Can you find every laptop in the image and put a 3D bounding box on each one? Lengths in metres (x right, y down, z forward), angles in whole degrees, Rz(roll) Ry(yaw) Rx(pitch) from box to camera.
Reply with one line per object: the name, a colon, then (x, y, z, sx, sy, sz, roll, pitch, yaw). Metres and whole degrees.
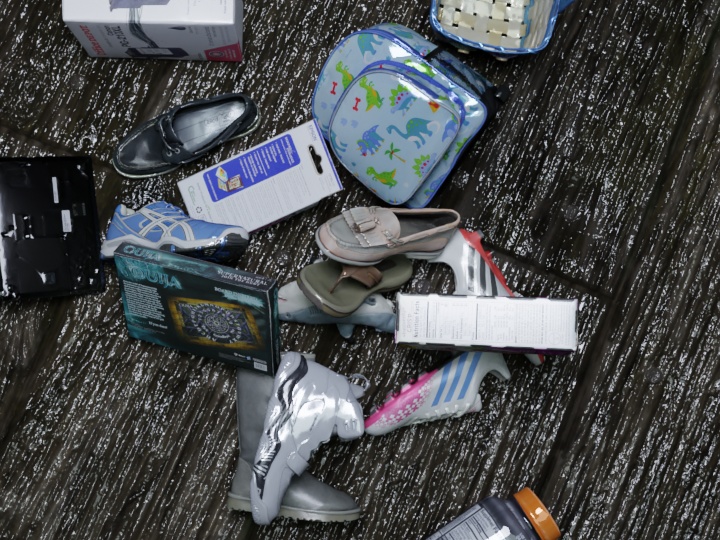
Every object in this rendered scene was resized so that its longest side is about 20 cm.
laptop: (-0.441, -0.046, 1.132, 0.199, 0.103, 0.178, -6, 86, -30)

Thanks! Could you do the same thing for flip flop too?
flip flop: (0.000, 0.000, 1.074, 0.081, 0.200, 0.058, 46, 127, 22)

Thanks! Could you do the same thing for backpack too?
backpack: (0.042, -0.193, 1.083, 0.200, 0.147, 0.183, 39, 122, 5)

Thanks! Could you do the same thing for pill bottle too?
pill bottle: (0.143, 0.348, 1.088, 0.200, 0.106, 0.106, -33, 88, -6)

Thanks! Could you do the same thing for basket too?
basket: (0.171, -0.337, 1.096, 0.175, 0.200, 0.140, 10, 85, -2)

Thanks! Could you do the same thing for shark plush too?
shark plush: (-0.009, 0.053, 1.140, 0.199, 0.091, 0.084, 17, 110, -16)

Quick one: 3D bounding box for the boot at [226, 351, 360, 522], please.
boot: (-0.077, 0.203, 1.112, 0.181, 0.073, 0.201, 10, 78, -5)

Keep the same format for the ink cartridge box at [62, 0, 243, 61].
ink cartridge box: (-0.248, -0.318, 1.097, 0.199, 0.145, 0.085, 1, 85, -3)

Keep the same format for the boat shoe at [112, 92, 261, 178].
boat shoe: (-0.221, -0.174, 1.126, 0.198, 0.066, 0.075, -17, 87, -5)

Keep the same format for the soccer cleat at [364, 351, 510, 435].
soccer cleat: (0.099, 0.159, 1.118, 0.200, 0.070, 0.087, -36, 88, -6)

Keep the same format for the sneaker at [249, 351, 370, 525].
sneaker: (-0.058, 0.202, 1.039, 0.114, 0.075, 0.201, 12, 78, 1)

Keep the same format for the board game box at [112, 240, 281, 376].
board game box: (-0.191, 0.045, 1.061, 0.199, 0.136, 0.028, 14, 40, 14)

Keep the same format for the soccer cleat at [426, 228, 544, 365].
soccer cleat: (0.160, 0.041, 1.137, 0.085, 0.069, 0.201, -32, 85, 3)

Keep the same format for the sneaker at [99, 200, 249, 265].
sneaker: (-0.229, -0.047, 1.091, 0.199, 0.076, 0.077, -1, 75, 18)

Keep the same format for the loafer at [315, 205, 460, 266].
loafer: (0.036, -0.051, 1.056, 0.199, 0.063, 0.072, -3, 55, -43)

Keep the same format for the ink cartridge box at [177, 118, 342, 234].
ink cartridge box: (-0.123, -0.104, 1.114, 0.199, 0.037, 0.095, -23, 86, 16)

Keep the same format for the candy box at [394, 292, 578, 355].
candy box: (0.144, 0.063, 1.036, 0.199, 0.136, 0.061, 2, 83, 9)
